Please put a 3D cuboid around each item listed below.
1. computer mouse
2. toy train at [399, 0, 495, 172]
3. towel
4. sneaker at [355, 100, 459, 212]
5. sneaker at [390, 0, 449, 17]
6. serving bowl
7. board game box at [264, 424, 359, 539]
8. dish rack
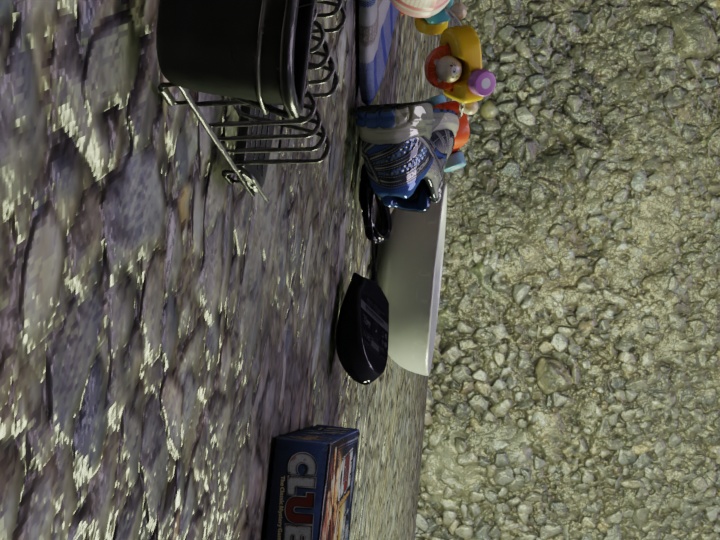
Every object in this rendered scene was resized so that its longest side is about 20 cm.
[{"bbox_3d":[0.000,0.000,1.082,0.059,0.034,0.201,47,39,-49],"label":"computer mouse"},{"bbox_3d":[0.056,-0.191,1.187,0.150,0.055,0.202,156,-82,-70],"label":"toy train"},{"bbox_3d":[0.018,-0.250,1.025,0.147,0.024,0.201,-78,171,-46],"label":"towel"},{"bbox_3d":[0.036,-0.090,1.090,0.200,0.076,0.086,-13,101,-75],"label":"sneaker"},{"bbox_3d":[0.065,-0.289,0.938,0.105,0.075,0.202,93,11,-80],"label":"sneaker"},{"bbox_3d":[0.050,0.006,1.386,0.200,0.065,0.202,6,90,-84],"label":"serving bowl"},{"bbox_3d":[-0.032,0.173,0.868,0.200,0.034,0.137,37,58,-84],"label":"board game box"},{"bbox_3d":[-0.031,-0.112,0.503,0.200,0.054,0.155,71,26,-78],"label":"dish rack"}]
